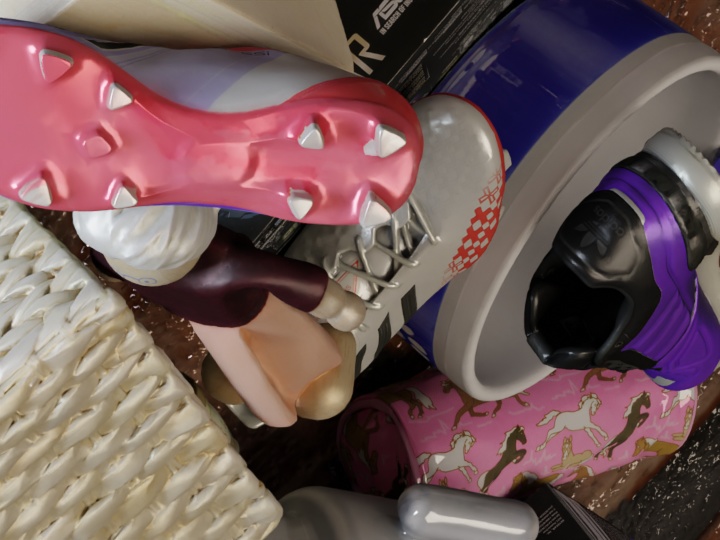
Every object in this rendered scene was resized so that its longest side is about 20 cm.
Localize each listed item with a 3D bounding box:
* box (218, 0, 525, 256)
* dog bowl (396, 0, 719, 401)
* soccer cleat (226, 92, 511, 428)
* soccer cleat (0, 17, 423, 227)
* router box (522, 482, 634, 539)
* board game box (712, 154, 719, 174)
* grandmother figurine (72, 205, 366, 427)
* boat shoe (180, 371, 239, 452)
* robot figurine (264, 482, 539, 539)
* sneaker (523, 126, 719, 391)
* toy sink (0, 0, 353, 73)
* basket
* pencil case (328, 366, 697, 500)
[{"bbox_3d":[0.002,-0.083,1.272,0.200,0.044,0.160,-49,173,-2],"label":"box"},{"bbox_3d":[0.089,-0.039,1.362,0.200,0.079,0.200,-42,157,-23],"label":"dog bowl"},{"bbox_3d":[0.000,0.000,1.253,0.085,0.069,0.200,-40,172,-44],"label":"soccer cleat"},{"bbox_3d":[-0.075,-0.057,1.040,0.200,0.076,0.067,8,111,-11],"label":"soccer cleat"},{"bbox_3d":[0.064,0.210,1.517,0.200,0.052,0.157,-42,154,7],"label":"router box"},{"bbox_3d":[0.255,-0.011,1.477,0.045,0.134,0.200,-56,164,4],"label":"board game box"},{"bbox_3d":[-0.057,0.008,1.137,0.200,0.121,0.061,48,45,-62],"label":"grandmother figurine"},{"bbox_3d":[-0.139,0.135,1.341,0.201,0.073,0.063,-48,133,-15],"label":"boat shoe"},{"bbox_3d":[0.017,0.167,1.364,0.200,0.113,0.170,12,130,-31],"label":"robot figurine"},{"bbox_3d":[0.118,0.014,1.319,0.100,0.070,0.200,-38,154,-12],"label":"sneaker"},{"bbox_3d":[-0.105,-0.144,1.134,0.112,0.200,0.130,-35,143,27],"label":"toy sink"},{"bbox_3d":[-0.175,0.082,1.209,0.200,0.161,0.198,-42,137,-8],"label":"basket"},{"bbox_3d":[0.084,0.081,1.487,0.200,0.083,0.087,-18,161,-32],"label":"pencil case"}]
